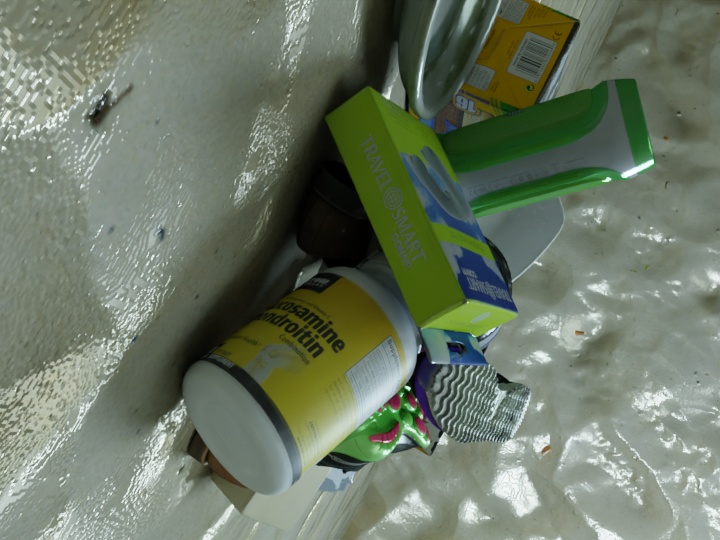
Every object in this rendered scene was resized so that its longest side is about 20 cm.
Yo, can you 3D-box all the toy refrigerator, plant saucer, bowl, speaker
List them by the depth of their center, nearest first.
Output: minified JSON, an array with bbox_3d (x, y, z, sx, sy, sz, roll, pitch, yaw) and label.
[{"bbox_3d":[0.071,-0.223,0.659,0.201,0.050,0.201,-58,165,-24],"label":"plant saucer"},{"bbox_3d":[0.142,-0.098,0.712,0.088,0.198,0.089,-14,90,-69],"label":"speaker"},{"bbox_3d":[-0.053,0.143,0.812,0.201,0.070,0.076,-55,135,-3],"label":"toy refrigerator"},{"bbox_3d":[0.172,-0.093,1.126,0.200,0.201,0.074,-40,-159,-32],"label":"bowl"}]

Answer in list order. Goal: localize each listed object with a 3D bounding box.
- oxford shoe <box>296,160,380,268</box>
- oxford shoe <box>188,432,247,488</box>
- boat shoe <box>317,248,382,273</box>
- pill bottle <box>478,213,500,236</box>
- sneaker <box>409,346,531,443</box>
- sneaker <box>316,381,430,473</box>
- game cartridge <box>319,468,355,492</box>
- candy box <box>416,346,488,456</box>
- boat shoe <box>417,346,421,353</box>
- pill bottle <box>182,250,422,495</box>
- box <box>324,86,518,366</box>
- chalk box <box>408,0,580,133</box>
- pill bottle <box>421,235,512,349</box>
[{"bbox_3d":[-0.005,-0.043,0.720,0.085,0.072,0.200,-58,161,15],"label":"oxford shoe"},{"bbox_3d":[-0.059,0.104,0.737,0.201,0.071,0.072,-52,165,-21],"label":"oxford shoe"},{"bbox_3d":[0.000,0.000,0.860,0.070,0.071,0.200,-36,177,10],"label":"boat shoe"},{"bbox_3d":[0.149,-0.066,1.224,0.201,0.110,0.111,-58,168,-23],"label":"pill bottle"},{"bbox_3d":[0.076,0.103,0.743,0.070,0.099,0.200,-63,148,-4],"label":"sneaker"},{"bbox_3d":[0.007,0.140,0.761,0.083,0.078,0.200,-22,165,18],"label":"sneaker"},{"bbox_3d":[-0.032,0.137,0.887,0.132,0.041,0.202,20,96,-34],"label":"game cartridge"},{"bbox_3d":[0.070,0.132,1.063,0.061,0.135,0.201,-51,165,-44],"label":"candy box"},{"bbox_3d":[0.021,0.127,0.994,0.201,0.071,0.068,-65,166,23],"label":"boat shoe"},{"bbox_3d":[-0.028,0.067,0.635,0.199,0.112,0.113,-37,156,-33],"label":"pill bottle"},{"bbox_3d":[0.052,-0.030,0.627,0.047,0.202,0.122,-30,160,22],"label":"box"},{"bbox_3d":[0.126,-0.173,0.853,0.125,0.123,0.200,-60,169,-19],"label":"chalk box"},{"bbox_3d":[0.090,0.022,0.806,0.113,0.111,0.200,-61,169,-6],"label":"pill bottle"}]
